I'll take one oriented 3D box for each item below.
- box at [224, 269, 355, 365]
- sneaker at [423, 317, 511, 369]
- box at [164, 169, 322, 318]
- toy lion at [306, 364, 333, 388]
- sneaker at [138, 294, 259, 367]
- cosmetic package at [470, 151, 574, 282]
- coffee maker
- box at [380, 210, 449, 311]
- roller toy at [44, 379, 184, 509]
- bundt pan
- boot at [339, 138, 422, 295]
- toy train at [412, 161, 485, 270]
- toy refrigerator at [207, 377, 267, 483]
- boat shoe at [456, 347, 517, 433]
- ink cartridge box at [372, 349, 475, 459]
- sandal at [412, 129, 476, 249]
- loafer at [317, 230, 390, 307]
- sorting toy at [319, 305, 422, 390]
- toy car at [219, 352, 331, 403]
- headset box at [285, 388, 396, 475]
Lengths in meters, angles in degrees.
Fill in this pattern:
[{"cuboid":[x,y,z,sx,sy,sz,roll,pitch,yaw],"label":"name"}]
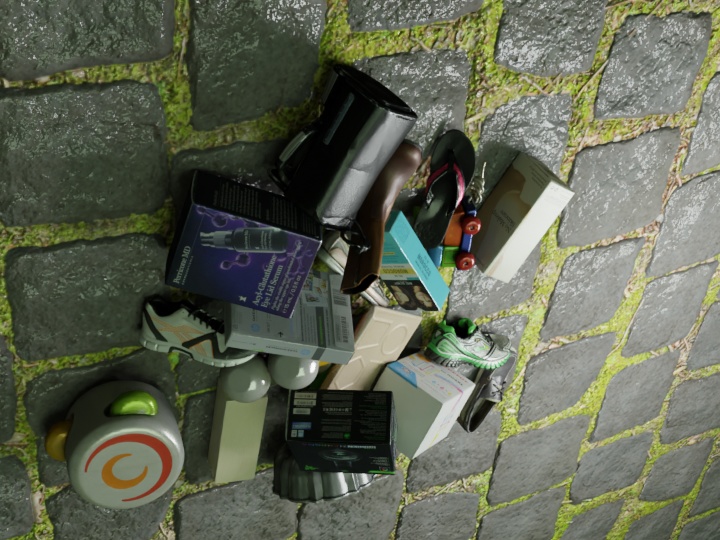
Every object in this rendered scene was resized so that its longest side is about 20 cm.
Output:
[{"cuboid":[-0.112,0.061,1.617,0.198,0.157,0.041,11,137,-21],"label":"box"},{"cuboid":[0.218,0.137,1.985,0.199,0.078,0.086,3,116,-39],"label":"sneaker"},{"cuboid":[-0.172,-0.037,1.525,0.198,0.105,0.149,15,120,-14],"label":"box"},{"cuboid":[-0.021,0.208,1.911,0.191,0.069,0.201,4,124,-43],"label":"toy lion"},{"cuboid":[-0.248,0.092,1.600,0.198,0.074,0.081,10,116,7],"label":"sneaker"},{"cuboid":[0.266,-0.091,1.805,0.071,0.105,0.201,19,113,-39],"label":"cosmetic package"},{"cuboid":[-0.008,-0.168,1.507,0.201,0.192,0.135,-56,174,21],"label":"coffee maker"},{"cuboid":[0.068,-0.013,1.731,0.200,0.082,0.049,55,49,-37],"label":"box"},{"cuboid":[-0.385,0.277,1.676,0.199,0.140,0.183,-36,126,3],"label":"roller toy"},{"cuboid":[-0.070,0.350,1.913,0.200,0.202,0.076,-12,103,-23],"label":"bundt pan"},{"cuboid":[0.025,-0.081,1.555,0.068,0.201,0.188,25,147,-23],"label":"boot"},{"cuboid":[0.139,-0.096,1.748,0.115,0.085,0.201,-1,123,-10],"label":"toy train"},{"cuboid":[-0.219,0.278,1.834,0.075,0.070,0.201,-4,127,-21],"label":"toy refrigerator"},{"cuboid":[0.262,0.245,2.111,0.072,0.065,0.201,19,113,-39],"label":"boat shoe"},{"cuboid":[0.110,0.240,1.923,0.126,0.128,0.200,-62,161,18],"label":"ink cartridge box"},{"cuboid":[0.136,-0.128,1.688,0.075,0.045,0.202,18,102,2],"label":"sandal"},{"cuboid":[0.000,0.000,1.740,0.063,0.072,0.200,-47,133,1],"label":"loafer"},{"cuboid":[0.013,0.144,1.809,0.186,0.036,0.200,-58,153,10],"label":"sorting toy"},{"cuboid":[-0.144,0.120,1.695,0.198,0.175,0.151,-17,93,12],"label":"toy car"},{"cuboid":[-0.027,0.275,1.751,0.172,0.094,0.200,2,155,4],"label":"headset box"}]
